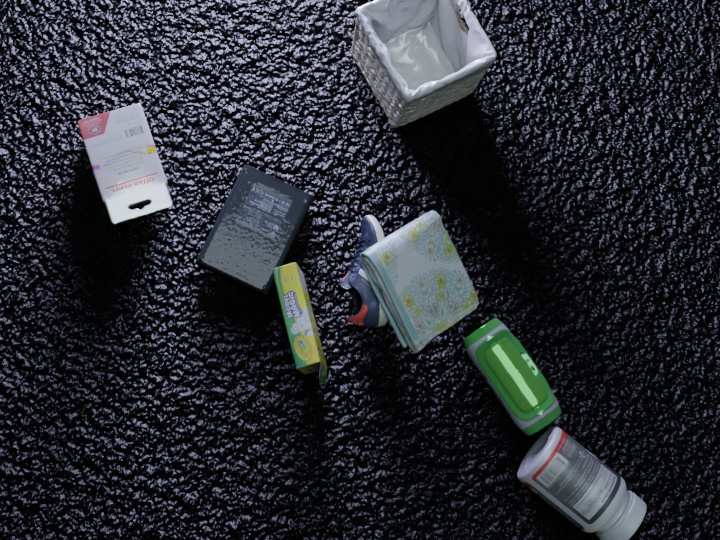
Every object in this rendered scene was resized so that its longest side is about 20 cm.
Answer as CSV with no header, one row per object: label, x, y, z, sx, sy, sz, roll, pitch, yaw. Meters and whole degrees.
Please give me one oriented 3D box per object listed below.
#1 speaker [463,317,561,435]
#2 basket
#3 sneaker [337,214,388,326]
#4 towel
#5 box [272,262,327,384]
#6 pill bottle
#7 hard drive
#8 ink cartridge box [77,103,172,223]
speaker,0.265,0.185,1.707,0.088,0.088,0.201,-32,82,-14
basket,0.110,-0.402,1.793,0.199,0.161,0.199,-27,81,-12
sneaker,0.000,0.000,1.722,0.084,0.075,0.201,-2,77,-13
towel,0.106,0.020,1.706,0.171,0.048,0.201,-32,101,-30
box,-0.099,0.097,1.663,0.048,0.117,0.201,-17,78,1
pill bottle,0.377,0.370,1.661,0.200,0.114,0.114,38,74,2
hard drive,-0.187,-0.071,1.737,0.139,0.033,0.201,25,74,-1
ink cartridge box,-0.409,-0.178,1.716,0.116,0.068,0.201,-18,78,-11
